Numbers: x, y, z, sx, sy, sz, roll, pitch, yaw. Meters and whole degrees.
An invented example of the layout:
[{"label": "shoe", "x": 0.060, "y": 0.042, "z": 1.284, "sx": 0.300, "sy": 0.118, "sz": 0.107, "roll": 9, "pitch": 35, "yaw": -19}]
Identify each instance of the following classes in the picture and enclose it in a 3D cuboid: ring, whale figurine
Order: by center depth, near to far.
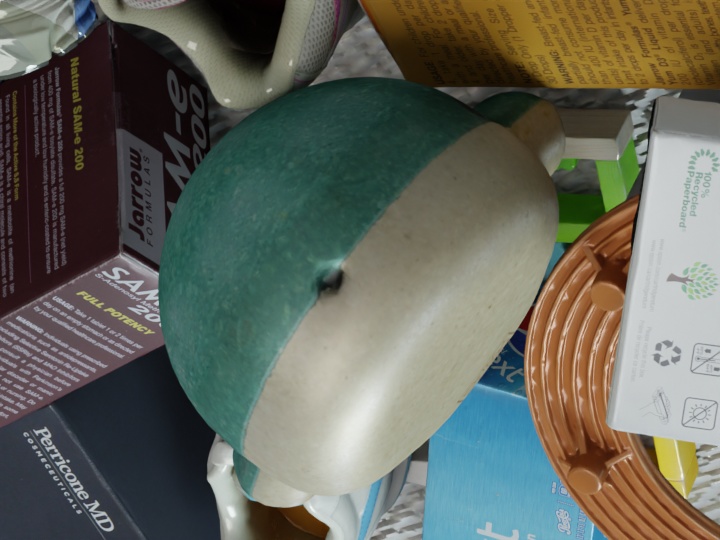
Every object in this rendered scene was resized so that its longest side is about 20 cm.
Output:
[{"label": "whale figurine", "x": 0.000, "y": 0.000, "z": 0.923, "sx": 0.104, "sy": 0.200, "sz": 0.159, "roll": 37, "pitch": 96, "yaw": 10}, {"label": "ring", "x": 0.146, "y": 0.053, "z": 0.928, "sx": 0.200, "sy": 0.019, "sz": 0.201, "roll": 14, "pitch": 132, "yaw": 16}]

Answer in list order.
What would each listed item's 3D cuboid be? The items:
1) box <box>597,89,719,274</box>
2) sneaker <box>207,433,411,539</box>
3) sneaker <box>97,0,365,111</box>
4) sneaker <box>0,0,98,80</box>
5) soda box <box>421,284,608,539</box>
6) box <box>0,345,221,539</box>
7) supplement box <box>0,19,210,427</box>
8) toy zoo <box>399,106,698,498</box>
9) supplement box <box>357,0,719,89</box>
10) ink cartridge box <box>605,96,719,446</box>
[{"label": "box", "x": 0.204, "y": 0.020, "z": 0.959, "sx": 0.152, "sy": 0.106, "sz": 0.200, "roll": -19, "pitch": 116, "yaw": 37}, {"label": "sneaker", "x": -0.016, "y": 0.044, "z": 1.077, "sx": 0.076, "sy": 0.081, "sz": 0.200, "roll": 16, "pitch": 131, "yaw": 18}, {"label": "sneaker", "x": -0.059, "y": -0.128, "z": 0.870, "sx": 0.081, "sy": 0.088, "sz": 0.200, "roll": -26, "pitch": 124, "yaw": 30}, {"label": "sneaker", "x": -0.192, "y": -0.119, "z": 1.029, "sx": 0.199, "sy": 0.077, "sz": 0.085, "roll": -1, "pitch": 116, "yaw": 18}, {"label": "soda box", "x": 0.063, "y": 0.100, "z": 1.094, "sx": 0.068, "sy": 0.064, "sz": 0.200, "roll": 16, "pitch": 132, "yaw": 14}, {"label": "box", "x": -0.121, "y": 0.115, "z": 1.199, "sx": 0.182, "sy": 0.104, "sz": 0.200, "roll": -14, "pitch": 119, "yaw": 35}, {"label": "supplement box", "x": -0.148, "y": 0.001, "z": 1.088, "sx": 0.200, "sy": 0.109, "sz": 0.061, "roll": -27, "pitch": 141, "yaw": 28}, {"label": "toy zoo", "x": 0.056, "y": 0.025, "z": 1.096, "sx": 0.131, "sy": 0.020, "sz": 0.200, "roll": 2, "pitch": 127, "yaw": 25}, {"label": "supplement box", "x": 0.101, "y": -0.098, "z": 0.880, "sx": 0.199, "sy": 0.067, "sz": 0.069, "roll": 1, "pitch": 155, "yaw": 24}, {"label": "ink cartridge box", "x": 0.178, "y": 0.012, "z": 0.847, "sx": 0.199, "sy": 0.039, "sz": 0.100, "roll": 10, "pitch": 112, "yaw": 5}]
